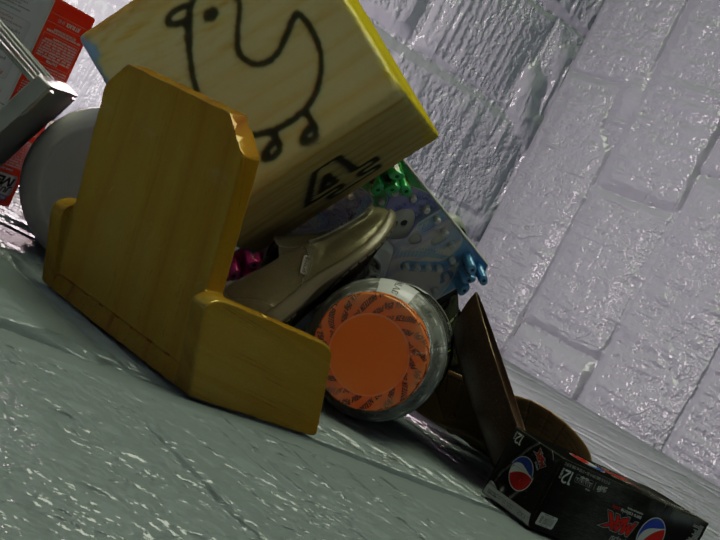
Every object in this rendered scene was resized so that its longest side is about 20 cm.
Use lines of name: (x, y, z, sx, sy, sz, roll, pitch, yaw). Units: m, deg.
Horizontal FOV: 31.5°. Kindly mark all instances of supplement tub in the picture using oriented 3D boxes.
supplement tub: (-0.235, -0.079, 1.165, 0.140, 0.141, 0.200, 27, 2, -14)
supplement tub: (0.019, 0.068, 1.129, 0.122, 0.123, 0.200, 28, 1, 6)

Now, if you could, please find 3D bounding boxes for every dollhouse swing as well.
dollhouse swing: (-0.104, -0.019, 0.907, 0.199, 0.177, 0.181, 28, 2, 43)

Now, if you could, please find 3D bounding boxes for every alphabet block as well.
alphabet block: (-0.076, -0.152, 1.065, 0.196, 0.199, 0.196, 58, 8, 8)

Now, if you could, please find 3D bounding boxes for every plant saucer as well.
plant saucer: (0.123, 0.120, 1.174, 0.200, 0.036, 0.202, -18, 90, -84)

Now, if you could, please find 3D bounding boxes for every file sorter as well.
file sorter: (-0.324, -0.140, 1.006, 0.125, 0.139, 0.200, 49, -1, -8)

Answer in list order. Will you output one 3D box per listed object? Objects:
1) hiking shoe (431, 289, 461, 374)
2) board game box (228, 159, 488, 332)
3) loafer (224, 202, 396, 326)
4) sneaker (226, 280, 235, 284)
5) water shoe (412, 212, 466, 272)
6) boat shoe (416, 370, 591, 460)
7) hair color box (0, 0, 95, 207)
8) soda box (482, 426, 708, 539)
hiking shoe: (0.099, 0.086, 1.367, 0.100, 0.076, 0.201, 33, -33, 28)
board game box: (0.000, 0.000, 1.226, 0.200, 0.199, 0.026, 46, 19, -44)
loafer: (-0.048, -0.005, 1.098, 0.068, 0.200, 0.076, 47, -31, 5)
sneaker: (-0.195, -0.049, 1.318, 0.199, 0.087, 0.080, 28, 37, 20)
water shoe: (0.047, -0.024, 1.334, 0.079, 0.071, 0.200, 57, -24, 12)
boat shoe: (0.144, 0.158, 1.300, 0.199, 0.072, 0.065, 29, -6, 14)
hair color box: (-0.348, -0.177, 1.223, 0.111, 0.201, 0.064, 28, 3, 31)
soda box: (0.200, 0.200, 1.080, 0.199, 0.064, 0.071, 28, 1, -35)
